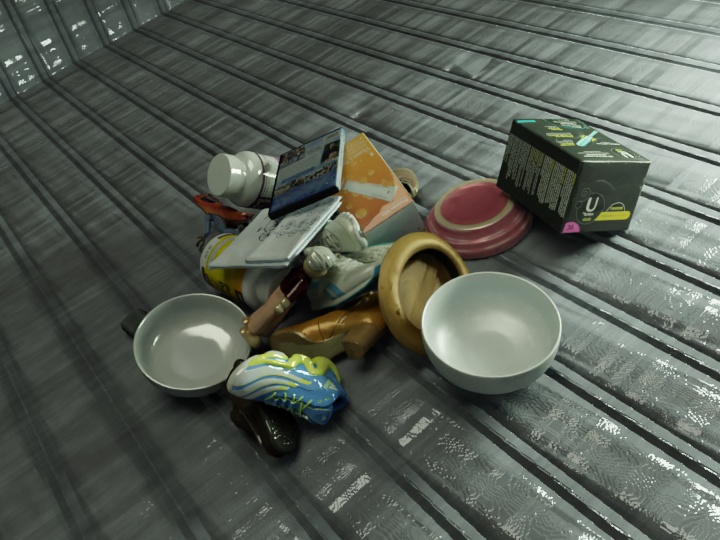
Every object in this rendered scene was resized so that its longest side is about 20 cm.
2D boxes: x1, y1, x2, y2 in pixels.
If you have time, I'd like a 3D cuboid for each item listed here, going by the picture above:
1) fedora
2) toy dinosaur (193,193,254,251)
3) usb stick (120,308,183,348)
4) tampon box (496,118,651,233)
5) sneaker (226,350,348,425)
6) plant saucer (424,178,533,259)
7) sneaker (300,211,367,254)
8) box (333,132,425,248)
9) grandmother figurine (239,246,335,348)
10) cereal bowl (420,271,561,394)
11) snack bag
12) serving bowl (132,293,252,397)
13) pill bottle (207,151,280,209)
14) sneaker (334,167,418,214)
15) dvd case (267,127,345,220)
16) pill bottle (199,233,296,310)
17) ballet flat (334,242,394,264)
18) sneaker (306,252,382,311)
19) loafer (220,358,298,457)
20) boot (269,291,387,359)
[{"bbox_3d":[0.093,0.042,1.202,0.201,0.201,0.082,-50,12,-33],"label":"fedora"},{"bbox_3d":[-0.275,-0.121,1.560,0.181,0.201,0.105,44,49,17],"label":"toy dinosaur"},{"bbox_3d":[-0.378,0.123,1.398,0.055,0.033,0.199,-40,42,-24],"label":"usb stick"},{"bbox_3d":[0.353,-0.163,1.284,0.148,0.128,0.200,-4,31,-24],"label":"tampon box"},{"bbox_3d":[-0.094,0.174,1.109,0.198,0.076,0.105,-1,36,-44],"label":"sneaker"},{"bbox_3d":[0.211,-0.103,1.380,0.198,0.051,0.202,-13,39,11],"label":"plant saucer"},{"bbox_3d":[-0.054,-0.053,1.321,0.081,0.076,0.199,-34,16,-22],"label":"sneaker"},{"bbox_3d":[0.012,-0.136,1.415,0.124,0.098,0.201,-33,57,-1],"label":"box"},{"bbox_3d":[-0.116,0.034,1.248,0.200,0.060,0.122,-44,27,18],"label":"grandmother figurine"},{"bbox_3d":[0.188,0.101,1.104,0.197,0.084,0.202,-4,45,4],"label":"cereal bowl"},{"bbox_3d":[-0.150,-0.067,1.327,0.198,0.022,0.189,-1,38,39],"label":"snack bag"},{"bbox_3d":[-0.280,0.136,1.288,0.197,0.066,0.202,2,47,-3],"label":"serving bowl"},{"bbox_3d":[-0.206,-0.180,1.540,0.199,0.114,0.112,5,15,-45],"label":"pill bottle"},{"bbox_3d":[0.019,-0.152,1.508,0.198,0.071,0.076,-19,32,2],"label":"sneaker"},{"bbox_3d":[-0.096,-0.180,1.395,0.141,0.018,0.201,-21,37,19],"label":"dvd case"},{"bbox_3d":[-0.199,0.008,1.391,0.199,0.110,0.109,23,55,42],"label":"pill bottle"},{"bbox_3d":[0.000,0.000,1.352,0.198,0.072,0.072,-9,39,25],"label":"ballet flat"},{"bbox_3d":[-0.033,0.012,1.262,0.076,0.082,0.199,-20,0,-39],"label":"sneaker"},{"bbox_3d":[-0.157,0.220,1.160,0.072,0.073,0.200,-51,39,9],"label":"loafer"},{"bbox_3d":[-0.040,0.092,1.263,0.199,0.071,0.144,-3,29,31],"label":"boot"}]
